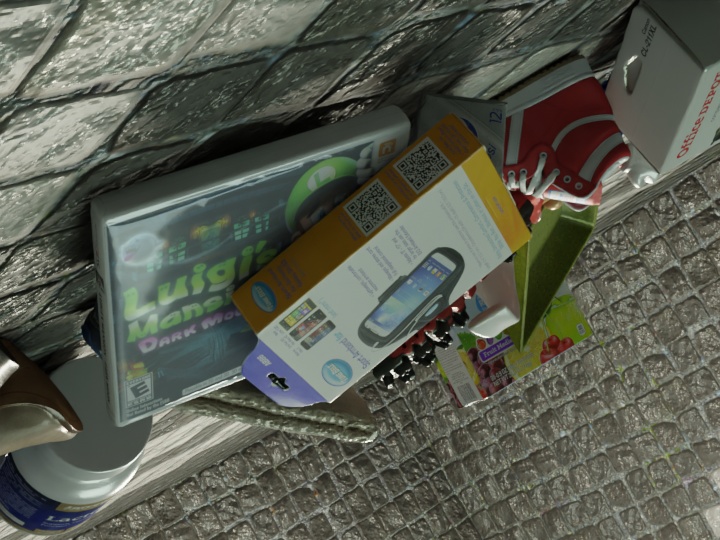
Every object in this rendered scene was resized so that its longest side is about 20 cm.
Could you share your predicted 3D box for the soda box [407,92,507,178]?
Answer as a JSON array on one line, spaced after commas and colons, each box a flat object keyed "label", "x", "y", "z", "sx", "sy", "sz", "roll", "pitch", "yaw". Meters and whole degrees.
[{"label": "soda box", "x": 0.059, "y": -0.051, "z": 0.926, "sx": 0.063, "sy": 0.069, "sz": 0.200, "roll": 7, "pitch": 158, "yaw": -2}]

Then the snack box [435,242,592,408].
[{"label": "snack box", "x": 0.134, "y": 0.020, "z": 1.349, "sx": 0.168, "sy": 0.201, "sz": 0.068, "roll": -26, "pitch": 176, "yaw": -33}]

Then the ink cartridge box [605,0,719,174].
[{"label": "ink cartridge box", "x": 0.311, "y": -0.185, "z": 1.020, "sx": 0.199, "sy": 0.083, "sz": 0.146, "roll": -28, "pitch": 156, "yaw": -16}]

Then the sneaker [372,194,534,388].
[{"label": "sneaker", "x": 0.060, "y": 0.002, "z": 1.069, "sx": 0.201, "sy": 0.098, "sz": 0.071, "roll": -54, "pitch": 168, "yaw": -5}]

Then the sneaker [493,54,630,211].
[{"label": "sneaker", "x": 0.122, "y": -0.077, "z": 1.013, "sx": 0.199, "sy": 0.113, "sz": 0.071, "roll": -31, "pitch": 172, "yaw": 6}]

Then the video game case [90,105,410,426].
[{"label": "video game case", "x": -0.065, "y": 0.000, "z": 0.766, "sx": 0.198, "sy": 0.023, "sz": 0.183, "roll": -20, "pitch": 141, "yaw": -25}]

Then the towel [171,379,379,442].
[{"label": "towel", "x": -0.088, "y": 0.105, "z": 1.112, "sx": 0.198, "sy": 0.035, "sz": 0.133, "roll": 14, "pitch": -166, "yaw": -20}]

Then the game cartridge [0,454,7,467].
[{"label": "game cartridge", "x": -0.324, "y": 0.169, "z": 0.955, "sx": 0.199, "sy": 0.038, "sz": 0.130, "roll": -34, "pitch": -158, "yaw": 39}]

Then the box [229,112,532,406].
[{"label": "box", "x": 0.008, "y": 0.004, "z": 0.787, "sx": 0.199, "sy": 0.042, "sz": 0.119, "roll": -38, "pitch": 146, "yaw": 1}]

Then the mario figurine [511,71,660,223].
[{"label": "mario figurine", "x": 0.200, "y": -0.106, "z": 1.134, "sx": 0.199, "sy": 0.107, "sz": 0.123, "roll": -35, "pitch": -175, "yaw": -4}]

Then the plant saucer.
[{"label": "plant saucer", "x": 0.190, "y": -0.052, "z": 1.279, "sx": 0.200, "sy": 0.047, "sz": 0.201, "roll": -54, "pitch": 156, "yaw": -32}]

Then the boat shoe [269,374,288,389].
[{"label": "boat shoe", "x": -0.060, "y": 0.070, "z": 1.049, "sx": 0.071, "sy": 0.072, "sz": 0.200, "roll": -10, "pitch": -158, "yaw": -25}]

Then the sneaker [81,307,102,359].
[{"label": "sneaker", "x": -0.112, "y": 0.018, "z": 0.931, "sx": 0.198, "sy": 0.077, "sz": 0.086, "roll": -9, "pitch": 133, "yaw": -35}]

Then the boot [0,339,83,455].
[{"label": "boot", "x": -0.274, "y": 0.113, "z": 0.822, "sx": 0.146, "sy": 0.070, "sz": 0.200, "roll": -41, "pitch": 157, "yaw": -9}]

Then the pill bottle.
[{"label": "pill bottle", "x": -0.247, "y": 0.148, "z": 1.053, "sx": 0.115, "sy": 0.116, "sz": 0.200, "roll": -25, "pitch": 171, "yaw": -33}]

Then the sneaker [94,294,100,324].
[{"label": "sneaker", "x": -0.084, "y": -0.012, "z": 0.822, "sx": 0.199, "sy": 0.074, "sz": 0.082, "roll": -26, "pitch": 162, "yaw": -31}]

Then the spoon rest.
[{"label": "spoon rest", "x": 0.107, "y": -0.015, "z": 1.162, "sx": 0.099, "sy": 0.201, "sz": 0.061, "roll": -32, "pitch": 133, "yaw": 20}]
